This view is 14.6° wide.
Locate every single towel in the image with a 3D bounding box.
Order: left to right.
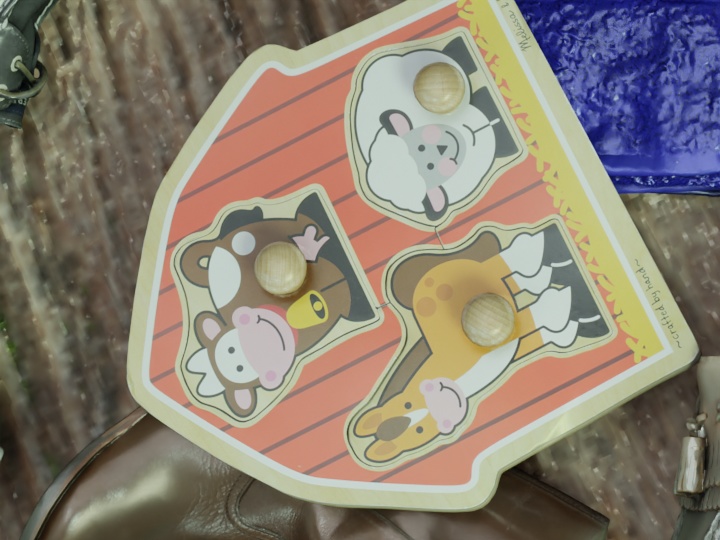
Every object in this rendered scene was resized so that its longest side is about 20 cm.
[{"bbox_3d":[0.102,-0.129,1.100,0.147,0.050,0.201,1,80,13],"label":"towel"}]

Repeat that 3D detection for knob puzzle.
[{"bbox_3d":[0.000,0.000,1.059,0.218,0.030,0.221,-2,78,9],"label":"knob puzzle"}]

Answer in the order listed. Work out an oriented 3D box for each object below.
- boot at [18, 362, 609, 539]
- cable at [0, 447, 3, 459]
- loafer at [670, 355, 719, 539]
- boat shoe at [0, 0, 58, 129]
[{"bbox_3d":[-0.023,0.125,1.083,0.200,0.064,0.187,36,92,12],"label":"boot"},{"bbox_3d":[-0.241,0.040,1.117,0.200,0.069,0.200,-41,82,22],"label":"cable"},{"bbox_3d":[0.152,0.032,1.042,0.063,0.072,0.201,31,80,-11],"label":"loafer"},{"bbox_3d":[-0.164,-0.079,1.147,0.200,0.070,0.066,-43,81,4],"label":"boat shoe"}]
